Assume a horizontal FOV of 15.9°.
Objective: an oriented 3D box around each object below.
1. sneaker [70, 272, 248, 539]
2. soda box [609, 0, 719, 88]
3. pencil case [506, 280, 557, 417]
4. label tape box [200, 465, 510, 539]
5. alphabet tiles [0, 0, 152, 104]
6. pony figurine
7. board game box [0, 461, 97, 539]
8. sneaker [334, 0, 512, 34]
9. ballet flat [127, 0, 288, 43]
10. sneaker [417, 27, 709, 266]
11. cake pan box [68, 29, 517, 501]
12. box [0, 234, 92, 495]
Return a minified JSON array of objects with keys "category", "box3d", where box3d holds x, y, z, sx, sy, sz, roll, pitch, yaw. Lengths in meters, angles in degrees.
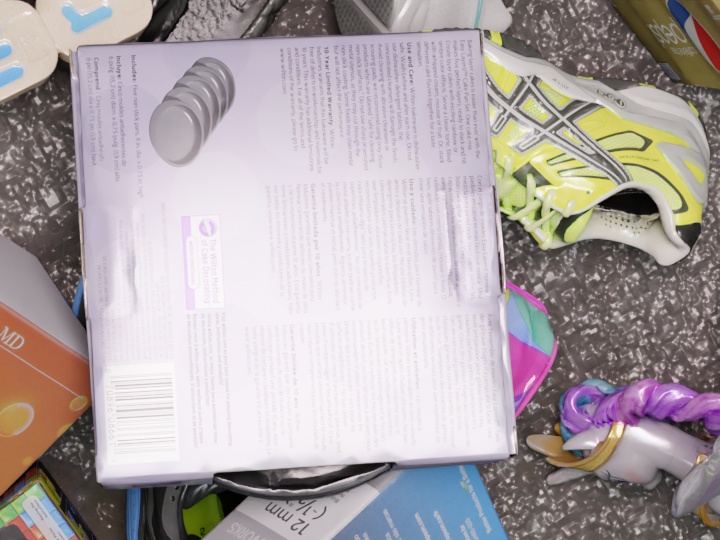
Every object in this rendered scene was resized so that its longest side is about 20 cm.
[{"category":"sneaker","box3d":[-0.079,0.075,1.201,0.071,0.082,0.201,-21,104,-40]},{"category":"soda box","box3d":[0.172,-0.126,1.163,0.068,0.200,0.064,-40,100,-2]},{"category":"pencil case","box3d":[0.000,0.000,1.213,0.200,0.088,0.089,38,90,-11]},{"category":"label tape box","box3d":[-0.020,0.170,1.179,0.200,0.066,0.144,-40,129,-20]},{"category":"alphabet tiles","box3d":[-0.181,-0.177,1.176,0.195,0.015,0.201,-28,85,-14]},{"category":"pony figurine","box3d":[0.193,0.079,1.207,0.199,0.193,0.167,24,49,-2]},{"category":"board game box","box3d":[-0.162,0.221,1.226,0.165,0.057,0.201,-34,99,-1]},{"category":"sneaker","box3d":[0.035,-0.197,1.213,0.080,0.070,0.202,2,92,-31]},{"category":"ballet flat","box3d":[-0.065,-0.129,1.203,0.066,0.057,0.201,26,90,-9]},{"category":"sneaker","box3d":[0.077,-0.056,1.196,0.199,0.076,0.077,9,50,-17]},{"category":"cake pan box","box3d":[-0.030,-0.002,1.122,0.183,0.052,0.202,-5,83,-4]},{"category":"box","box3d":[-0.230,0.065,1.142,0.200,0.098,0.124,-45,140,6]}]
